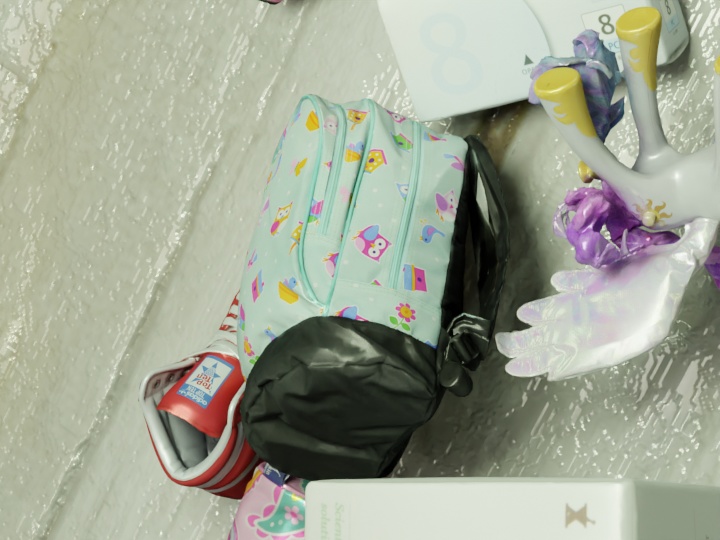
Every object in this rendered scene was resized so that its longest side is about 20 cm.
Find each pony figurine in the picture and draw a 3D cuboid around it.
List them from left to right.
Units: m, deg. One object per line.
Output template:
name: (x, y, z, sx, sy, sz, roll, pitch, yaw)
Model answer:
pony figurine: (0.161, -0.038, 1.473, 0.193, 0.200, 0.167, -5, 41, 26)

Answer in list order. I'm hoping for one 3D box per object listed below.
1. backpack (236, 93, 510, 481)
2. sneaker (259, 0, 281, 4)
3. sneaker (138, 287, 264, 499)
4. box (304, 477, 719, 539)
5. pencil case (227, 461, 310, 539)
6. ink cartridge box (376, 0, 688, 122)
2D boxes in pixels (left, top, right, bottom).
backpack: (0.000, 0.000, 1.560, 0.167, 0.126, 0.200, -42, 31, 53)
sneaker: (-0.035, -0.263, 1.687, 0.086, 0.080, 0.200, -11, 87, 18)
sneaker: (-0.064, 0.036, 1.640, 0.071, 0.112, 0.200, 13, 92, 31)
box: (0.093, 0.210, 1.492, 0.200, 0.171, 0.199, -2, 84, 31)
pencil case: (-0.048, 0.207, 1.629, 0.087, 0.087, 0.200, 24, 99, 31)
ink cartridge box: (0.076, -0.194, 1.569, 0.160, 0.047, 0.200, -12, 108, 31)
